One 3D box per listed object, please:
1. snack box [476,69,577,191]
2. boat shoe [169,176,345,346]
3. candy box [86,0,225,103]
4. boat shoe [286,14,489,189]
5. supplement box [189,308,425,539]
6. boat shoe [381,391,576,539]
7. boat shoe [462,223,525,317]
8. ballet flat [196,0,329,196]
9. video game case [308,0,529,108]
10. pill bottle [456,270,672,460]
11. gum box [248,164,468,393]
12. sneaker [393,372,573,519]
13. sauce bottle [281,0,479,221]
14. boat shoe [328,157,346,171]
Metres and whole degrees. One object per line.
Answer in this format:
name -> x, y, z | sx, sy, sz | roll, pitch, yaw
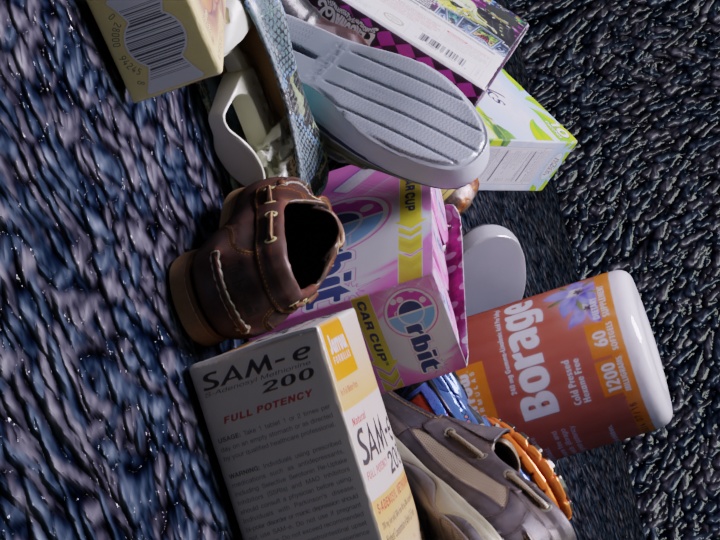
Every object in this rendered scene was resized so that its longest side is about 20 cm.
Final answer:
snack box -> 0.041, -0.137, 1.612 | 0.200, 0.053, 0.142 | 47, 26, 26
boat shoe -> -0.042, -0.010, 1.231 | 0.071, 0.070, 0.200 | 63, 16, -12
candy box -> -0.128, -0.202, 1.168 | 0.116, 0.055, 0.201 | -94, 165, -58
boat shoe -> -0.002, -0.097, 1.386 | 0.199, 0.072, 0.062 | 31, -31, 29
supplement box -> -0.015, 0.128, 1.186 | 0.126, 0.073, 0.201 | -25, 97, -81
boat shoe -> 0.057, 0.124, 1.282 | 0.200, 0.073, 0.075 | 47, -27, 53
boat shoe -> 0.064, 0.041, 1.641 | 0.057, 0.068, 0.201 | -113, -149, -47
ballet flat -> -0.073, -0.117, 1.323 | 0.074, 0.074, 0.201 | -84, 151, -67
video game case -> 0.012, -0.188, 1.562 | 0.199, 0.036, 0.181 | 32, 24, 0
pill bottle -> 0.105, 0.080, 1.565 | 0.112, 0.199, 0.113 | -18, 90, -80
gum box -> 0.000, 0.000, 1.369 | 0.200, 0.113, 0.066 | -88, 158, -63
sneaker -> 0.036, 0.101, 1.387 | 0.200, 0.078, 0.076 | 40, -19, 24
sauce bottle -> -0.006, -0.109, 1.466 | 0.200, 0.066, 0.066 | 47, 17, -15
boat shoe -> -0.022, -0.061, 1.526 | 0.071, 0.072, 0.201 | -3, 71, -64
